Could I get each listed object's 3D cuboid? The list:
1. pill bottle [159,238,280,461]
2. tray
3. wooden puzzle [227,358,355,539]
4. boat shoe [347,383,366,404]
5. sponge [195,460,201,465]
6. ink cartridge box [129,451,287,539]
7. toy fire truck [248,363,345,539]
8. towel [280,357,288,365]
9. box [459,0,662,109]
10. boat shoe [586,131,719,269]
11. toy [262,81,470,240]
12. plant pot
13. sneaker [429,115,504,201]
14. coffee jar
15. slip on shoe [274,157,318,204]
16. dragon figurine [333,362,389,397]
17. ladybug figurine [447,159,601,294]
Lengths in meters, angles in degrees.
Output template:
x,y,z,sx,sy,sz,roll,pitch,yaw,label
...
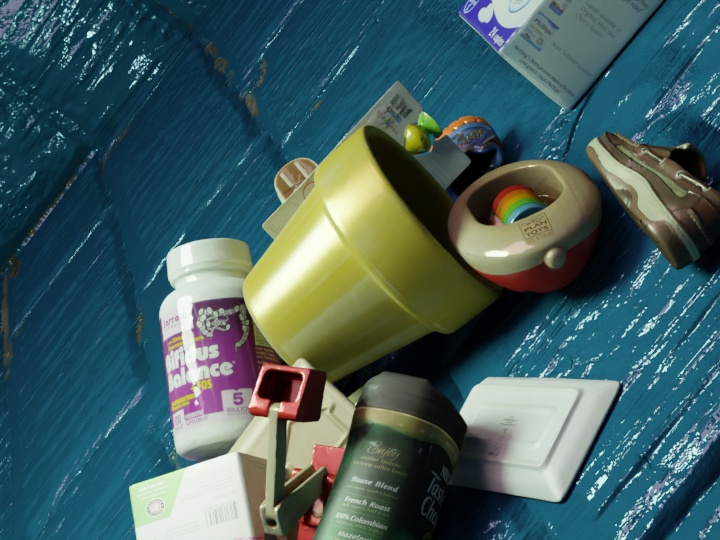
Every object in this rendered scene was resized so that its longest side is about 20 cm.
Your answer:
x,y,z,sx,sy,sz,roll,pitch,yaw,label
-0.136,0.076,1.557,0.112,0.112,0.201,-29,64,48,pill bottle
0.126,0.130,1.312,0.108,0.022,0.200,-61,22,-16,tray
-0.040,0.207,1.423,0.200,0.046,0.185,41,98,31,wooden puzzle
-0.030,0.181,1.494,0.200,0.073,0.063,-47,19,17,boat shoe
-0.132,0.283,1.501,0.030,0.111,0.200,-42,24,34,sponge
-0.121,0.270,1.382,0.117,0.067,0.201,-19,68,20,ink cartridge box
-0.046,0.186,1.321,0.049,0.141,0.201,4,79,30,toy fire truck
-0.092,0.102,1.710,0.200,0.037,0.148,-39,5,-41,towel
0.217,-0.292,1.649,0.200,0.105,0.184,-50,22,10,box
0.248,-0.069,1.305,0.075,0.075,0.202,-36,30,7,boat shoe
0.003,-0.079,1.607,0.200,0.115,0.047,-46,18,-6,toy
0.000,0.000,1.499,0.189,0.201,0.201,-40,24,15,plant pot
0.076,-0.072,1.662,0.200,0.075,0.078,-55,24,3,sneaker
0.021,0.187,1.297,0.085,0.104,0.201,10,69,23,coffee jar
-0.026,-0.036,1.677,0.076,0.061,0.200,-36,51,-3,slip on shoe
-0.013,0.104,1.596,0.099,0.059,0.200,-12,43,60,dragon figurine
0.149,-0.035,1.414,0.135,0.072,0.200,-23,23,3,ladybug figurine
